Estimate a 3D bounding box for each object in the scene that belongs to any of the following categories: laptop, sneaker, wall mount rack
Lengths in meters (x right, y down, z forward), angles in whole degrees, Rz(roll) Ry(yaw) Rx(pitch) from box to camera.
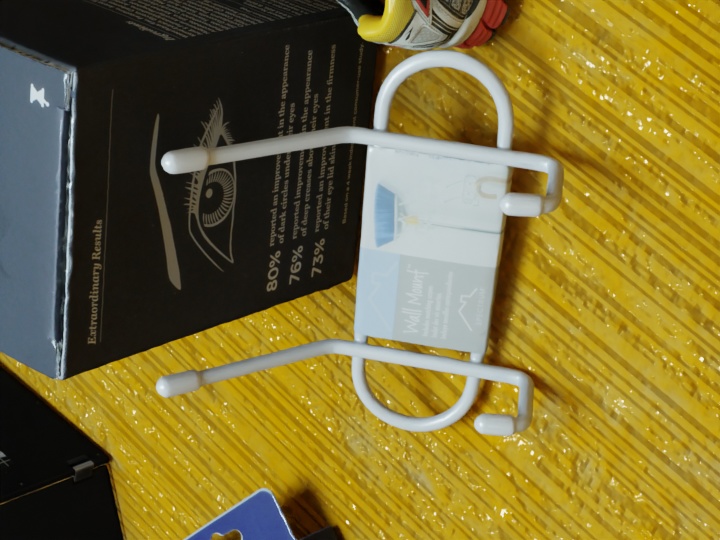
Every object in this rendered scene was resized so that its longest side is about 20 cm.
[{"bbox_3d":[-0.242,0.164,1.139,0.200,0.187,0.116,35,124,30],"label":"laptop"},{"bbox_3d":[-0.013,-0.182,0.894,0.200,0.082,0.078,52,131,20],"label":"sneaker"},{"bbox_3d":[0.000,0.000,0.895,0.173,0.075,0.201,8,118,6],"label":"wall mount rack"}]

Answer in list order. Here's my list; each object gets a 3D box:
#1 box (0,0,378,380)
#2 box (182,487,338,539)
[{"bbox_3d":[-0.097,-0.055,0.927,0.104,0.199,0.149,25,118,37],"label":"box"},{"bbox_3d":[-0.028,0.222,1.064,0.121,0.032,0.201,-36,79,43],"label":"box"}]
